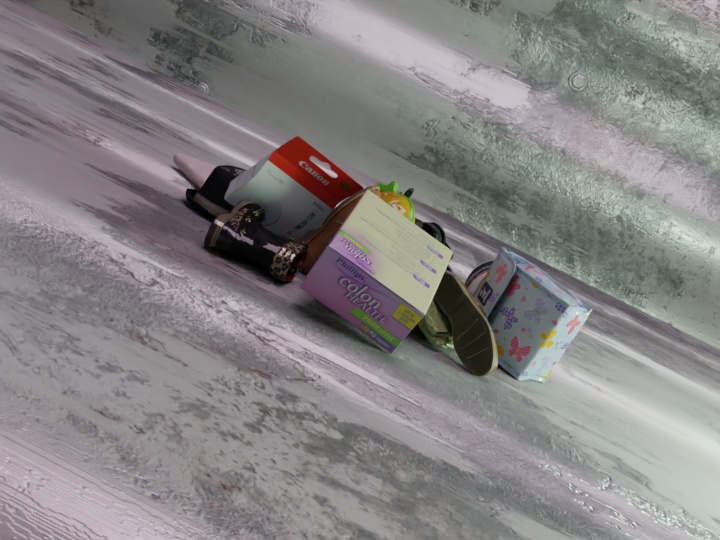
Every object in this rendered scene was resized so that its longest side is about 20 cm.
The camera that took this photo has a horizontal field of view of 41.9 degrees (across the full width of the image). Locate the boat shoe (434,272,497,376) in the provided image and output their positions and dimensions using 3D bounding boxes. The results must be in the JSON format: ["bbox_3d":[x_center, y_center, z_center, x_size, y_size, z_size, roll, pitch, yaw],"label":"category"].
[{"bbox_3d":[0.189,0.092,1.582,0.068,0.072,0.201,29,34,-50],"label":"boat shoe"}]

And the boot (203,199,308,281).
[{"bbox_3d":[-0.159,-0.050,1.566,0.150,0.074,0.200,26,15,7],"label":"boot"}]

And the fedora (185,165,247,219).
[{"bbox_3d":[-0.224,-0.137,1.768,0.199,0.092,0.201,25,12,-5],"label":"fedora"}]

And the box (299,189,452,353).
[{"bbox_3d":[0.029,-0.002,1.466,0.175,0.097,0.200,36,34,-3],"label":"box"}]

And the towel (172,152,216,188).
[{"bbox_3d":[-0.283,-0.178,1.993,0.190,0.032,0.200,18,14,-40],"label":"towel"}]

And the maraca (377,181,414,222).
[{"bbox_3d":[0.042,-0.106,1.873,0.107,0.137,0.201,50,13,-37],"label":"maraca"}]

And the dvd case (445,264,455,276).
[{"bbox_3d":[0.117,-0.033,1.994,0.149,0.025,0.200,23,10,-9],"label":"dvd case"}]

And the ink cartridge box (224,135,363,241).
[{"bbox_3d":[-0.118,-0.135,1.649,0.160,0.199,0.048,36,49,-27],"label":"ink cartridge box"}]

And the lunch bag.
[{"bbox_3d":[0.281,0.078,1.698,0.127,0.170,0.200,13,25,-49],"label":"lunch bag"}]

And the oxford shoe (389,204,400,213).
[{"bbox_3d":[0.011,-0.067,1.701,0.070,0.074,0.199,-1,-11,-43],"label":"oxford shoe"}]

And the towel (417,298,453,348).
[{"bbox_3d":[0.115,0.046,1.637,0.148,0.036,0.201,14,48,-61],"label":"towel"}]

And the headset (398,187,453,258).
[{"bbox_3d":[0.126,-0.088,1.960,0.123,0.094,0.200,17,25,-39],"label":"headset"}]

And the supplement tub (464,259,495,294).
[{"bbox_3d":[0.277,0.055,1.894,0.140,0.141,0.200,26,11,2],"label":"supplement tub"}]

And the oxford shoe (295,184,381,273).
[{"bbox_3d":[-0.031,-0.069,1.647,0.071,0.200,0.071,50,11,15],"label":"oxford shoe"}]
